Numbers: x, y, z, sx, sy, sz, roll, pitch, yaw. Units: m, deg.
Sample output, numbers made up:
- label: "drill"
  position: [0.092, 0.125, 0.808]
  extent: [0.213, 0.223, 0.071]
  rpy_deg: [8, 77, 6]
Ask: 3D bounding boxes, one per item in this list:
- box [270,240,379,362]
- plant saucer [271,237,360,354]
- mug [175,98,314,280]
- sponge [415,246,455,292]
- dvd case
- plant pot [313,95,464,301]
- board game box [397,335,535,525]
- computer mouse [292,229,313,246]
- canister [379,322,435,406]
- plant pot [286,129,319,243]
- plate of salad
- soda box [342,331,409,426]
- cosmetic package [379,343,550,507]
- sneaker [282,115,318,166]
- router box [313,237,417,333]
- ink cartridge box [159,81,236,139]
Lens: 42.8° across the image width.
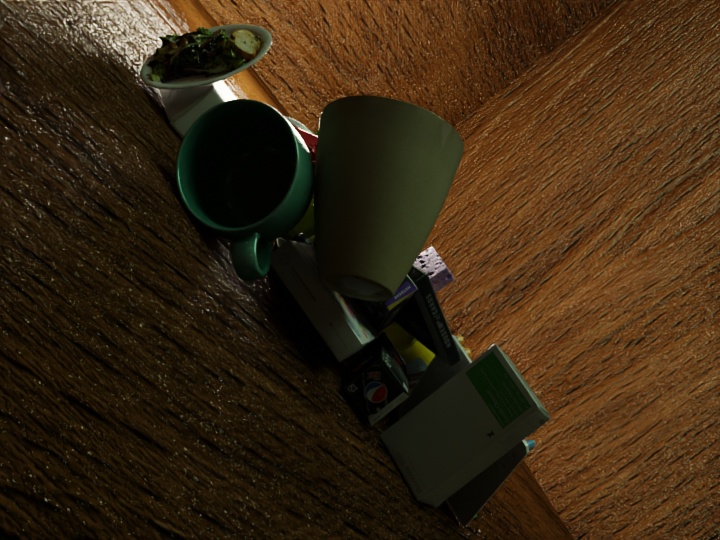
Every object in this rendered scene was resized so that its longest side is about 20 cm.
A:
- label: "box"
  position: [-0.044, 0.038, 1.194]
  extent: [0.157, 0.041, 0.200]
  rpy_deg: [55, 6, 6]
- label: "plant saucer"
  position: [-0.069, 0.043, 1.308]
  extent: [0.202, 0.032, 0.200]
  rpy_deg: [54, 6, -9]
- label: "mug"
  position: [-0.136, -0.096, 1.086]
  extent: [0.150, 0.188, 0.114]
  rpy_deg: [27, -3, 14]
- label: "sponge"
  position: [0.061, 0.041, 1.573]
  extent: [0.030, 0.198, 0.112]
  rpy_deg: [54, 3, -24]
- label: "dvd case"
  position: [0.062, 0.036, 1.306]
  extent: [0.199, 0.025, 0.152]
  rpy_deg: [35, -26, 57]
- label: "plant pot"
  position: [0.017, -0.074, 1.110]
  extent: [0.187, 0.184, 0.204]
  rpy_deg: [45, 54, -58]
- label: "board game box"
  position: [0.147, 0.230, 1.325]
  extent: [0.025, 0.202, 0.201]
  rpy_deg: [-9, 53, -36]
- label: "computer mouse"
  position: [-0.119, -0.072, 1.324]
  extent: [0.201, 0.034, 0.058]
  rpy_deg: [54, -16, -9]
- label: "canister"
  position: [0.097, 0.162, 1.454]
  extent: [0.200, 0.147, 0.088]
  rpy_deg: [48, 48, -30]
- label: "plant pot"
  position: [-0.052, -0.111, 1.574]
  extent: [0.184, 0.197, 0.200]
  rpy_deg: [61, 7, 16]
- label: "plate of salad"
  position: [-0.223, -0.316, 1.311]
  extent: [0.201, 0.196, 0.049]
  rpy_deg: [-119, -169, -52]
- label: "soda box"
  position: [0.023, 0.145, 1.264]
  extent: [0.064, 0.070, 0.200]
  rpy_deg: [52, 5, -3]
- label: "cosmetic package"
  position: [0.138, 0.206, 1.207]
  extent: [0.108, 0.199, 0.085]
  rpy_deg: [54, 7, 29]
- label: "sneaker"
  position: [-0.060, -0.153, 1.320]
  extent: [0.196, 0.080, 0.116]
  rpy_deg: [18, 22, 3]
- label: "router box"
  position: [0.000, 0.000, 1.278]
  extent: [0.158, 0.052, 0.200]
  rpy_deg: [54, -14, 8]
- label: "ink cartridge box"
  position: [-0.203, -0.203, 1.374]
  extent: [0.201, 0.084, 0.145]
  rpy_deg: [51, 7, -37]
